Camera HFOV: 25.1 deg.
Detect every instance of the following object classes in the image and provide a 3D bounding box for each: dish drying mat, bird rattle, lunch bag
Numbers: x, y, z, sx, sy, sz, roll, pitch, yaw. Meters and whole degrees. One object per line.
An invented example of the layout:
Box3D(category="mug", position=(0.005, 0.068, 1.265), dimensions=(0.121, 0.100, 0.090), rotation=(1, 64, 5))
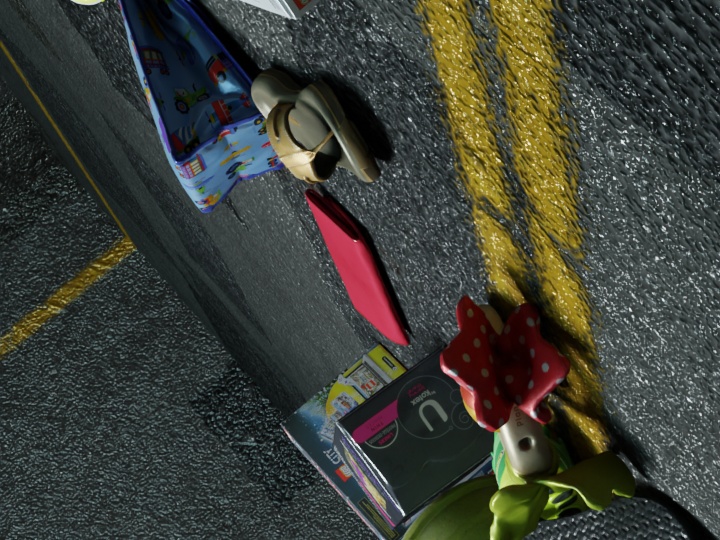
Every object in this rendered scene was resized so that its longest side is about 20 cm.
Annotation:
Box3D(category="dish drying mat", position=(0.000, 0.000, 1.456), dimensions=(0.077, 0.018, 0.200), rotation=(44, 168, 31))
Box3D(category="bird rattle", position=(0.098, 0.092, 1.123), dimensions=(0.201, 0.112, 0.163), rotation=(59, -176, -29))
Box3D(category="lunch bag", position=(-0.154, -0.169, 1.355), dimensions=(0.201, 0.094, 0.151), rotation=(58, 175, 13))

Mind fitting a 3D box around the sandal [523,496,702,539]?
Box3D(category="sandal", position=(0.187, 0.202, 1.174), dimensions=(0.200, 0.048, 0.076), rotation=(-15, 76, 58))

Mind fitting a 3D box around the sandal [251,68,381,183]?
Box3D(category="sandal", position=(-0.042, -0.097, 1.161), dimensions=(0.080, 0.054, 0.200), rotation=(55, 170, -26))

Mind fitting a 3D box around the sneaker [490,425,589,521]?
Box3D(category="sneaker", position=(0.150, 0.168, 1.293), dimensions=(0.200, 0.074, 0.084), rotation=(60, -166, -62))

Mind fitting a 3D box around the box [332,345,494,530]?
Box3D(category="box", position=(0.051, 0.157, 1.487), dimensions=(0.106, 0.122, 0.200), rotation=(53, 170, 8))

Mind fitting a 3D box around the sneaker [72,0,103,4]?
Box3D(category="sneaker", position=(-0.270, -0.321, 1.370), dimensions=(0.200, 0.076, 0.105), rotation=(45, 159, -10))

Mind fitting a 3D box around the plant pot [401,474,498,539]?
Box3D(category="plant pot", position=(0.151, 0.304, 1.401), dimensions=(0.184, 0.200, 0.201), rotation=(27, 155, 56))

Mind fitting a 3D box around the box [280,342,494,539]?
Box3D(category="box", position=(0.029, 0.181, 1.650), dimensions=(0.200, 0.136, 0.038), rotation=(44, 169, 38))

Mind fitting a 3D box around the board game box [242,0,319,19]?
Box3D(category="board game box", position=(-0.100, -0.226, 0.996), dimensions=(0.126, 0.035, 0.200), rotation=(55, 170, -29))
